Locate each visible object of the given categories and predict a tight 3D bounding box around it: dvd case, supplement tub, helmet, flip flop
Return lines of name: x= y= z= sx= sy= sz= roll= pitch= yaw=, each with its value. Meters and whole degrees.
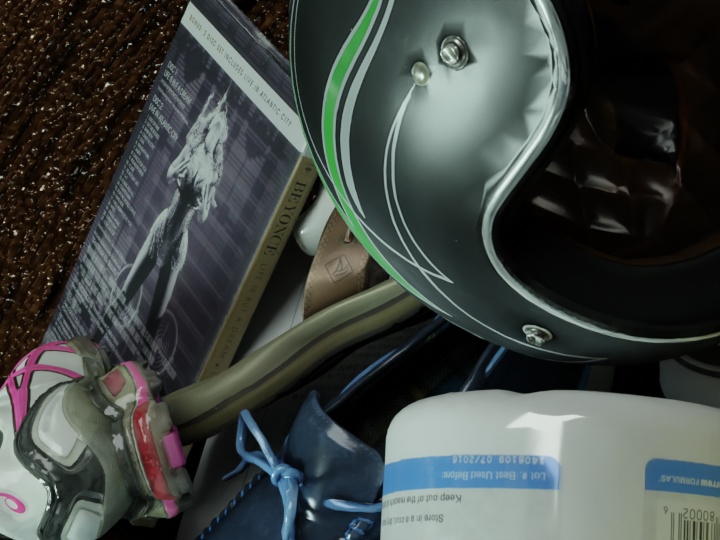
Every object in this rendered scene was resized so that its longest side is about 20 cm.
dvd case: x=-0.080 y=-0.010 z=0.980 sx=0.200 sy=0.016 sz=0.149 roll=-65 pitch=33 yaw=16
supplement tub: x=0.068 y=0.146 z=0.741 sx=0.132 sy=0.132 sz=0.201 roll=-1 pitch=79 yaw=26
helmet: x=0.070 y=-0.069 z=0.749 sx=0.199 sy=0.191 sz=0.200 roll=0 pitch=40 yaw=0
flip flop: x=0.000 y=0.000 z=0.874 sx=0.200 sy=0.081 sz=0.058 roll=-31 pitch=84 yaw=8

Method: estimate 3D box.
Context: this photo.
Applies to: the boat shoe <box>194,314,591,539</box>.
boat shoe: x=-0.006 y=0.068 z=0.834 sx=0.200 sy=0.069 sz=0.084 roll=-45 pitch=49 yaw=-11

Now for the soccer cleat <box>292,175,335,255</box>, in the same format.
soccer cleat: x=-0.007 y=-0.084 z=0.979 sx=0.077 sy=0.069 sz=0.200 roll=-21 pitch=39 yaw=8

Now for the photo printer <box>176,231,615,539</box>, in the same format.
photo printer: x=0.017 y=0.072 z=0.914 sx=0.166 sy=0.069 sz=0.200 roll=-2 pitch=54 yaw=25

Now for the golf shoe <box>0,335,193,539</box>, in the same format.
golf shoe: x=-0.132 y=0.070 z=0.893 sx=0.092 sy=0.073 sz=0.200 roll=-17 pitch=3 yaw=-16

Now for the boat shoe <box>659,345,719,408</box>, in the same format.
boat shoe: x=0.183 y=-0.016 z=0.817 sx=0.199 sy=0.068 sz=0.074 roll=-29 pitch=39 yaw=-27
